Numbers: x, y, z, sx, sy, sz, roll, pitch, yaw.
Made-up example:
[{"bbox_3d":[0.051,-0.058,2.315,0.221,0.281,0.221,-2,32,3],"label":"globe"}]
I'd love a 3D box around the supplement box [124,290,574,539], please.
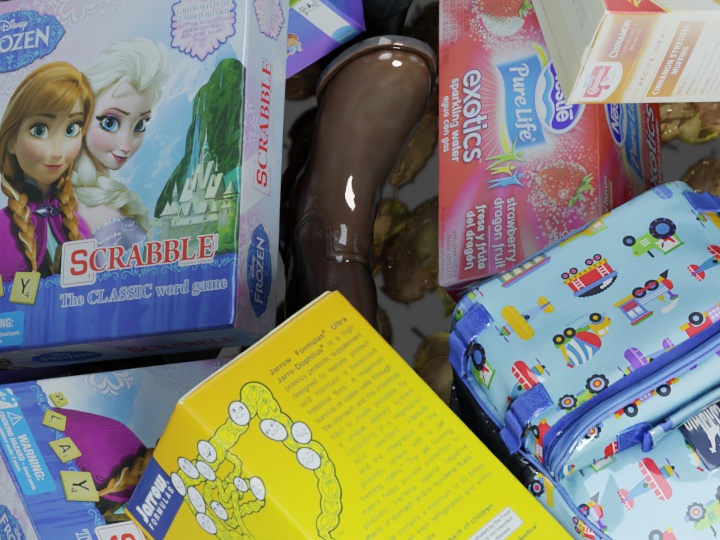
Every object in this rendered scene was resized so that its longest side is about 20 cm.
[{"bbox_3d":[0.003,0.131,1.257,0.200,0.109,0.109,46,53,12],"label":"supplement box"}]

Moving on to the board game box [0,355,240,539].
[{"bbox_3d":[-0.077,0.138,1.325,0.041,0.199,0.201,-53,55,41],"label":"board game box"}]

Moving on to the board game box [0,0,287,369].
[{"bbox_3d":[-0.135,-0.054,1.434,0.199,0.041,0.201,-7,73,29],"label":"board game box"}]

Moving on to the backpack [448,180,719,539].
[{"bbox_3d":[0.154,0.083,1.281,0.182,0.135,0.200,-25,51,-9],"label":"backpack"}]

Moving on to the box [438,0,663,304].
[{"bbox_3d":[0.103,-0.065,1.442,0.095,0.100,0.201,-13,58,24],"label":"box"}]

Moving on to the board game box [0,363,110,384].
[{"bbox_3d":[-0.172,0.103,1.452,0.165,0.199,0.057,14,107,34],"label":"board game box"}]

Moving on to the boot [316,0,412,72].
[{"bbox_3d":[0.027,-0.224,1.515,0.065,0.200,0.166,6,56,-14],"label":"boot"}]

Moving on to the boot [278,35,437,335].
[{"bbox_3d":[0.000,0.000,1.445,0.064,0.187,0.201,8,55,-14],"label":"boot"}]

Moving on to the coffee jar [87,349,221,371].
[{"bbox_3d":[-0.176,0.000,1.541,0.199,0.105,0.086,10,52,28],"label":"coffee jar"}]

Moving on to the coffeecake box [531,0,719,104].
[{"bbox_3d":[0.187,-0.167,1.395,0.199,0.073,0.154,-2,53,-18],"label":"coffeecake box"}]

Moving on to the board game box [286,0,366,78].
[{"bbox_3d":[-0.092,-0.149,1.524,0.199,0.045,0.135,-30,47,27],"label":"board game box"}]
